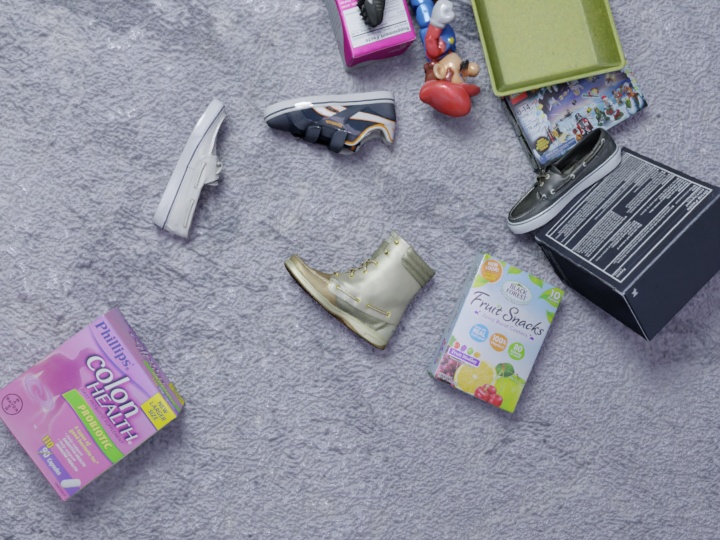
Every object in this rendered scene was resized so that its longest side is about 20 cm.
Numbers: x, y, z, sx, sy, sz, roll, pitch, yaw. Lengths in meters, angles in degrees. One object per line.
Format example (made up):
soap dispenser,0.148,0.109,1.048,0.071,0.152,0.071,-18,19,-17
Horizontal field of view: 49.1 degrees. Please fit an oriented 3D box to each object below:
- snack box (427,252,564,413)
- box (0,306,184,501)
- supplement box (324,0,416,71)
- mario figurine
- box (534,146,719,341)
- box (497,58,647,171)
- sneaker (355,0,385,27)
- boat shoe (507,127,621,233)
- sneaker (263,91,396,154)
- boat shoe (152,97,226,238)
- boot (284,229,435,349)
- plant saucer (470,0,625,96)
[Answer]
snack box,0.205,0.094,1.206,0.140,0.053,0.204,24,90,-8
box,-0.384,0.187,1.124,0.198,0.097,0.178,-35,96,-4
supplement box,-0.001,-0.405,1.128,0.101,0.101,0.205,-16,96,-7
mario figurine,0.131,-0.322,1.138,0.122,0.105,0.205,-7,80,-44
box,0.397,-0.042,1.134,0.200,0.198,0.123,-44,125,-1
box,0.322,-0.262,1.204,0.197,0.040,0.139,-30,95,-3
sneaker,0.031,-0.430,1.047,0.088,0.066,0.205,-5,92,-6
boat shoe,0.295,-0.135,1.178,0.199,0.069,0.057,-38,118,10
sneaker,-0.041,-0.210,1.147,0.195,0.078,0.082,-7,89,-7
boat shoe,-0.231,-0.144,1.135,0.065,0.072,0.203,25,91,-12
boot,0.000,0.000,1.169,0.199,0.072,0.156,37,89,-12
plant saucer,0.267,-0.361,1.164,0.195,0.048,0.205,-12,79,0
